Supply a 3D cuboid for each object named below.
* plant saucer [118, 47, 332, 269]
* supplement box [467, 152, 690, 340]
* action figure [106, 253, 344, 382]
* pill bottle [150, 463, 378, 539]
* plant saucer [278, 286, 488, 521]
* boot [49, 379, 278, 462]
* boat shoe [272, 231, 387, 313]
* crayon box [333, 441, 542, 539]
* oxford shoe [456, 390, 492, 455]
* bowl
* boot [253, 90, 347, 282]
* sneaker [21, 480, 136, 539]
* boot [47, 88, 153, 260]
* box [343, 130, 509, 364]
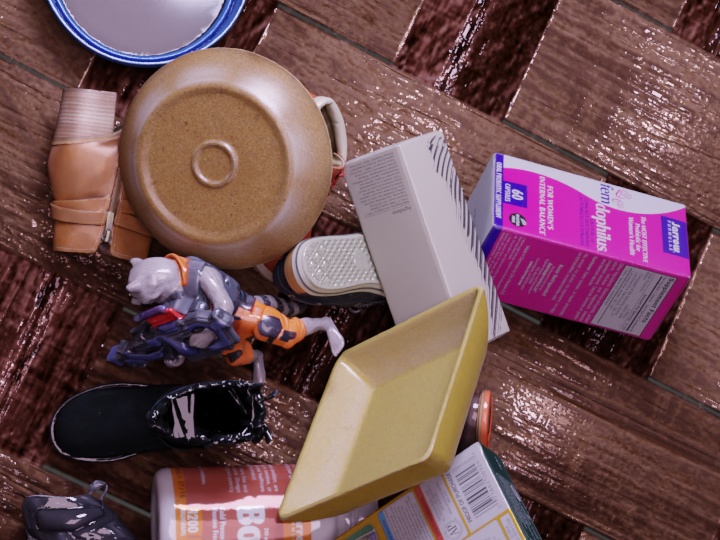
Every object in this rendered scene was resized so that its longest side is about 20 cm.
[{"bbox_3d":[-0.126,-0.097,1.574,0.200,0.035,0.200,2,101,12],"label":"plant saucer"},{"bbox_3d":[0.203,-0.022,1.691,0.200,0.103,0.101,15,46,-11],"label":"supplement box"},{"bbox_3d":[-0.142,0.042,1.614,0.193,0.200,0.105,31,61,-36],"label":"action figure"},{"bbox_3d":[-0.088,0.233,1.614,0.200,0.112,0.112,-1,84,-11],"label":"pill bottle"},{"bbox_3d":[0.032,0.128,1.556,0.048,0.200,0.200,40,46,-21],"label":"plant saucer"},{"bbox_3d":[-0.177,0.133,1.581,0.198,0.162,0.073,-4,87,-11],"label":"boot"},{"bbox_3d":[0.000,0.000,1.662,0.200,0.062,0.075,-1,77,-44],"label":"boat shoe"},{"bbox_3d":[0.055,0.256,1.521,0.200,0.052,0.126,-35,52,12],"label":"crayon box"},{"bbox_3d":[0.072,0.150,1.612,0.072,0.200,0.071,10,70,-9],"label":"oxford shoe"},{"bbox_3d":[-0.206,-0.289,1.685,0.200,0.039,0.201,1,84,-12],"label":"bowl"},{"bbox_3d":[-0.060,-0.076,1.632,0.075,0.107,0.200,-26,121,-44],"label":"boot"},{"bbox_3d":[-0.294,0.269,1.593,0.200,0.075,0.114,-29,75,-2],"label":"sneaker"},{"bbox_3d":[-0.192,-0.083,1.650,0.200,0.077,0.155,4,90,-21],"label":"boot"},{"bbox_3d":[0.060,-0.021,1.628,0.068,0.082,0.200,-23,96,-47],"label":"box"}]
